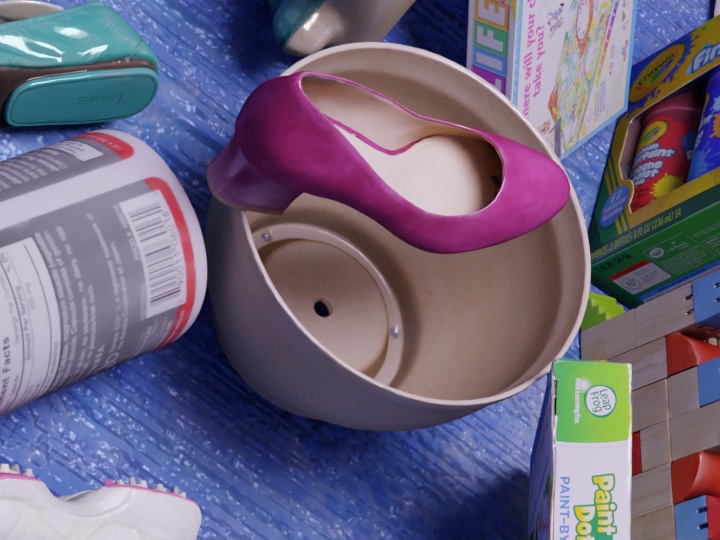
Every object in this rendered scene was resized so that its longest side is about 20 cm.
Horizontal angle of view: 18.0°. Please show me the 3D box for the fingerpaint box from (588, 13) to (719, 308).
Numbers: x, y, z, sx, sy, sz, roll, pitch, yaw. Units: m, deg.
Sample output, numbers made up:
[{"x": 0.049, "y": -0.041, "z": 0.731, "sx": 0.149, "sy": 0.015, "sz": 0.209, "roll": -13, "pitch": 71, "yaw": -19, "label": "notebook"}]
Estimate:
[{"x": 0.233, "y": -0.081, "z": 1.359, "sx": 0.073, "sy": 0.200, "sz": 0.167, "roll": 32, "pitch": 57, "yaw": -22, "label": "fingerpaint box"}]

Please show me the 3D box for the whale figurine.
[{"x": -0.003, "y": -0.191, "z": 1.239, "sx": 0.104, "sy": 0.200, "sz": 0.159, "roll": 41, "pitch": 89, "yaw": 1, "label": "whale figurine"}]

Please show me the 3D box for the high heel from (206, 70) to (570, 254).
[{"x": 0.031, "y": -0.060, "z": 1.092, "sx": 0.200, "sy": 0.096, "sz": 0.067, "roll": 8, "pitch": 62, "yaw": -25, "label": "high heel"}]

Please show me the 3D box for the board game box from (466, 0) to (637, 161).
[{"x": 0.114, "y": -0.156, "z": 1.324, "sx": 0.134, "sy": 0.034, "sz": 0.200, "roll": -37, "pitch": 140, "yaw": -40, "label": "board game box"}]

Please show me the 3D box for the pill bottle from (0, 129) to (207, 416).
[{"x": -0.181, "y": 0.012, "z": 1.071, "sx": 0.200, "sy": 0.114, "sz": 0.114, "roll": -23, "pitch": 86, "yaw": -39, "label": "pill bottle"}]

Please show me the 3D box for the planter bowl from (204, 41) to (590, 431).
[{"x": 0.000, "y": 0.000, "z": 1.189, "sx": 0.200, "sy": 0.135, "sz": 0.200, "roll": 13, "pitch": 60, "yaw": -24, "label": "planter bowl"}]

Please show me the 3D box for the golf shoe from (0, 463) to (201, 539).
[{"x": -0.162, "y": 0.140, "z": 1.063, "sx": 0.200, "sy": 0.075, "sz": 0.092, "roll": 10, "pitch": 70, "yaw": -32, "label": "golf shoe"}]

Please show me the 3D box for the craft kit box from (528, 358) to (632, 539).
[{"x": 0.110, "y": 0.168, "z": 1.172, "sx": 0.048, "sy": 0.200, "sz": 0.198, "roll": 5, "pitch": 72, "yaw": 3, "label": "craft kit box"}]

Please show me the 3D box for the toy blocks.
[{"x": 0.190, "y": 0.091, "z": 1.300, "sx": 0.100, "sy": 0.137, "sz": 0.200, "roll": 14, "pitch": 65, "yaw": -32, "label": "toy blocks"}]

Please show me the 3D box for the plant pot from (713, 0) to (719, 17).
[{"x": 0.370, "y": -0.149, "z": 1.519, "sx": 0.200, "sy": 0.187, "sz": 0.188, "roll": 25, "pitch": 58, "yaw": -43, "label": "plant pot"}]

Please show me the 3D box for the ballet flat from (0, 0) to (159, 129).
[{"x": -0.196, "y": -0.101, "z": 1.147, "sx": 0.200, "sy": 0.067, "sz": 0.070, "roll": -12, "pitch": 55, "yaw": -39, "label": "ballet flat"}]
